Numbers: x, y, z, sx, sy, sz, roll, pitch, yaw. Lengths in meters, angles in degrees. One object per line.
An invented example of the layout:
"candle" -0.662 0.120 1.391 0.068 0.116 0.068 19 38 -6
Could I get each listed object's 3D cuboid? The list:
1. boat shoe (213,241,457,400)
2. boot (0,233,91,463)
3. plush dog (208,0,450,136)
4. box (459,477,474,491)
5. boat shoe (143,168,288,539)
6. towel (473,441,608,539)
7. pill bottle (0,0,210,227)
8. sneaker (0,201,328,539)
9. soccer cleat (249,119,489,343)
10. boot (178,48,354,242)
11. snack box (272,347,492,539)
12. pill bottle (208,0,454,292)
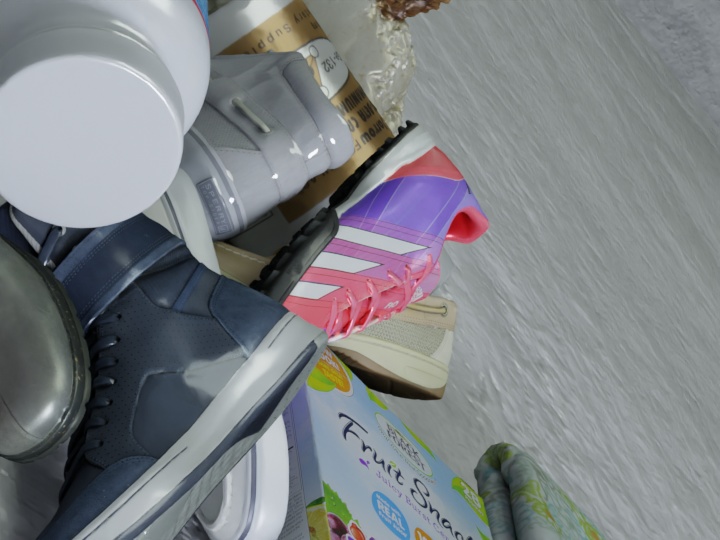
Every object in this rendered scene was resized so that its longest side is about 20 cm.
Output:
"boat shoe" -0.026 0.012 1.171 0.199 0.072 0.065 24 77 -37
"boot" -0.192 -0.013 0.845 0.130 0.068 0.200 21 31 -56
"plush dog" -0.019 -0.134 1.455 0.201 0.160 0.172 58 -7 7
"box" 0.094 0.228 1.234 0.137 0.038 0.200 46 19 -33
"boat shoe" -0.091 0.038 1.017 0.065 0.072 0.201 -2 66 -37
"towel" 0.134 0.198 1.230 0.171 0.048 0.200 50 12 -18
"pill bottle" -0.120 -0.110 0.946 0.109 0.108 0.200 46 21 -32
"sneaker" -0.119 0.047 0.911 0.146 0.077 0.202 36 38 4
"soccer cleat" 0.000 0.000 1.104 0.073 0.068 0.200 44 44 -3
"boot" -0.073 -0.082 1.150 0.200 0.095 0.074 46 -21 53
"snack box" 0.005 0.146 1.082 0.169 0.068 0.200 45 18 -32
"pill bottle" -0.036 -0.059 1.268 0.200 0.114 0.114 56 16 -7
